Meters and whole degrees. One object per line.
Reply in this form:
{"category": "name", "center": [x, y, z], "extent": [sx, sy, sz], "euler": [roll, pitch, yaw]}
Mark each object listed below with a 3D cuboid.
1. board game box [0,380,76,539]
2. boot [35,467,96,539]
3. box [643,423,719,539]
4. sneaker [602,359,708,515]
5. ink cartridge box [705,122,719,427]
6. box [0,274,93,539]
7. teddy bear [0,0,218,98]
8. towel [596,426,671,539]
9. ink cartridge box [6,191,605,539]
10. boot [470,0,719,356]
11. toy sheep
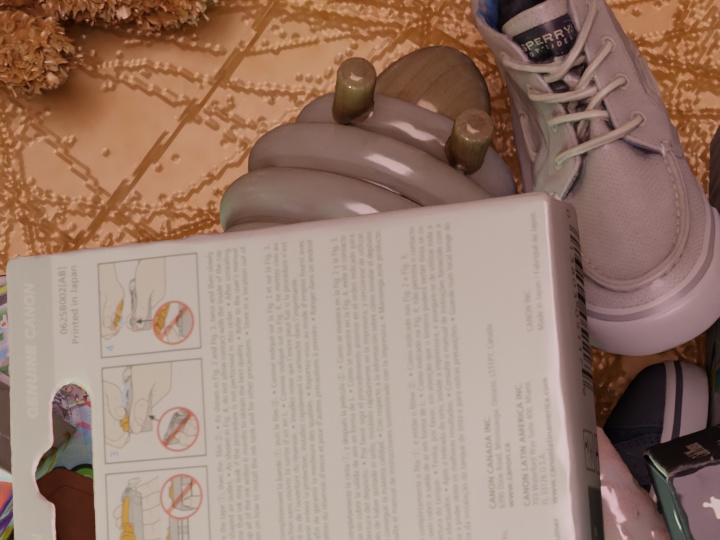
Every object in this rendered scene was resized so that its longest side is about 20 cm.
{"category": "board game box", "center": [-0.212, 0.126, 0.740], "extent": [0.105, 0.103, 0.200], "euler": [31, 97, -1]}
{"category": "boot", "center": [-0.086, 0.186, 0.735], "extent": [0.200, 0.146, 0.070], "euler": [51, 45, 6]}
{"category": "box", "center": [0.206, 0.123, 0.594], "extent": [0.182, 0.104, 0.201], "euler": [-18, 87, 3]}
{"category": "sneaker", "center": [0.077, 0.124, 0.763], "extent": [0.079, 0.078, 0.201], "euler": [18, 83, 2]}
{"category": "ink cartridge box", "center": [0.210, 0.034, 0.734], "extent": [0.146, 0.147, 0.201], "euler": [2, 80, 4]}
{"category": "box", "center": [-0.153, 0.058, 0.814], "extent": [0.199, 0.035, 0.110], "euler": [-5, 80, 3]}
{"category": "teddy bear", "center": [-0.155, -0.139, 0.833], "extent": [0.199, 0.067, 0.145], "euler": [4, 78, 4]}
{"category": "towel", "center": [0.070, 0.184, 0.704], "extent": [0.191, 0.032, 0.200], "euler": [-37, 85, 28]}
{"category": "ink cartridge box", "center": [-0.019, 0.064, 0.667], "extent": [0.199, 0.057, 0.163], "euler": [-7, 79, 19]}
{"category": "boot", "center": [0.080, -0.057, 0.732], "extent": [0.073, 0.200, 0.096], "euler": [-26, 123, 7]}
{"category": "toy sheep", "center": [0.000, 0.000, 0.763], "extent": [0.138, 0.138, 0.200], "euler": [24, 73, 8]}
